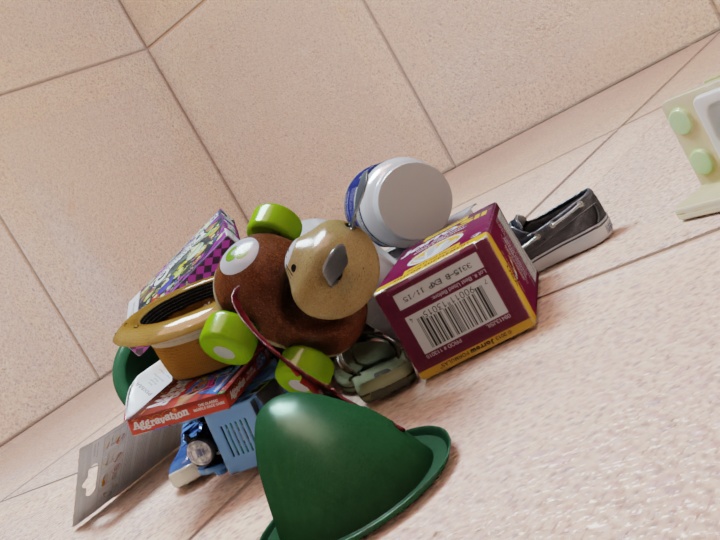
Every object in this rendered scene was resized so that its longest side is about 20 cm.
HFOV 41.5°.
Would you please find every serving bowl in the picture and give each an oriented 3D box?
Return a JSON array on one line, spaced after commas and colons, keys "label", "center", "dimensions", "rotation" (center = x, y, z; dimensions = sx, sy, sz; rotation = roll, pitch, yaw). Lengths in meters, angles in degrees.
[{"label": "serving bowl", "center": [0.000, 0.000, 1.104], "dimensions": [0.066, 0.200, 0.200], "rotation": [-53, 4, 7]}]

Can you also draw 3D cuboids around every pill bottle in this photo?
[{"label": "pill bottle", "center": [0.048, -0.087, 1.231], "dimensions": [0.115, 0.116, 0.200], "rotation": [-31, 8, -8]}]

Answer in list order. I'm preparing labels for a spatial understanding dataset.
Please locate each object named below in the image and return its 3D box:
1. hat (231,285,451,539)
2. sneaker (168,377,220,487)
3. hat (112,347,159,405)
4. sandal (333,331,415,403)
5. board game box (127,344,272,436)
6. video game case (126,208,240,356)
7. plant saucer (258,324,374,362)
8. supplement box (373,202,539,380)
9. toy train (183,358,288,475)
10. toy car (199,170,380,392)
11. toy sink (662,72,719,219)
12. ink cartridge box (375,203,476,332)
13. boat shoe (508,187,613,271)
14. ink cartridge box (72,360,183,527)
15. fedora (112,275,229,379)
[{"label": "hat", "center": [-0.053, 0.100, 0.722], "dimensions": [0.200, 0.177, 0.165], "rotation": [-23, 10, 48]}, {"label": "sneaker", "center": [-0.197, 0.171, 1.130], "dimensions": [0.076, 0.112, 0.200], "rotation": [-28, 7, 19]}, {"label": "hat", "center": [-0.261, 0.178, 1.451], "dimensions": [0.199, 0.167, 0.176], "rotation": [1, -27, -2]}, {"label": "sandal", "center": [0.011, 0.094, 1.026], "dimensions": [0.080, 0.058, 0.201], "rotation": [-31, 6, -10]}, {"label": "board game box", "center": [-0.162, 0.120, 0.997], "dimensions": [0.102, 0.020, 0.200], "rotation": [-18, 7, 9]}, {"label": "video game case", "center": [-0.247, 0.011, 1.319], "dimensions": [0.200, 0.036, 0.181], "rotation": [-45, 19, 3]}, {"label": "plant saucer", "center": [-0.071, 0.097, 1.166], "dimensions": [0.199, 0.032, 0.200], "rotation": [-14, -21, -5]}, {"label": "supplement box", "center": [0.107, 0.015, 0.995], "dimensions": [0.130, 0.104, 0.200], "rotation": [-29, 6, 15]}, {"label": "toy train", "center": [-0.114, 0.155, 1.032], "dimensions": [0.114, 0.087, 0.200], "rotation": [-19, 6, 20]}, {"label": "toy car", "center": [-0.046, -0.004, 0.884], "dimensions": [0.200, 0.157, 0.165], "rotation": [127, 165, -57]}, {"label": "toy sink", "center": [0.395, -0.154, 0.948], "dimensions": [0.200, 0.112, 0.130], "rotation": [-33, 7, -24]}, {"label": "ink cartridge box", "center": [0.079, 0.001, 1.313], "dimensions": [0.199, 0.084, 0.176], "rotation": [-27, 6, 27]}, {"label": "boat shoe", "center": [0.190, -0.032, 1.109], "dimensions": [0.199, 0.068, 0.072], "rotation": [-27, 15, 22]}, {"label": "ink cartridge box", "center": [-0.297, 0.211, 1.209], "dimensions": [0.200, 0.050, 0.163], "rotation": [-33, -29, -44]}, {"label": "fedora", "center": [-0.170, 0.065, 1.037], "dimensions": [0.199, 0.082, 0.201], "rotation": [-18, 13, 4]}]
